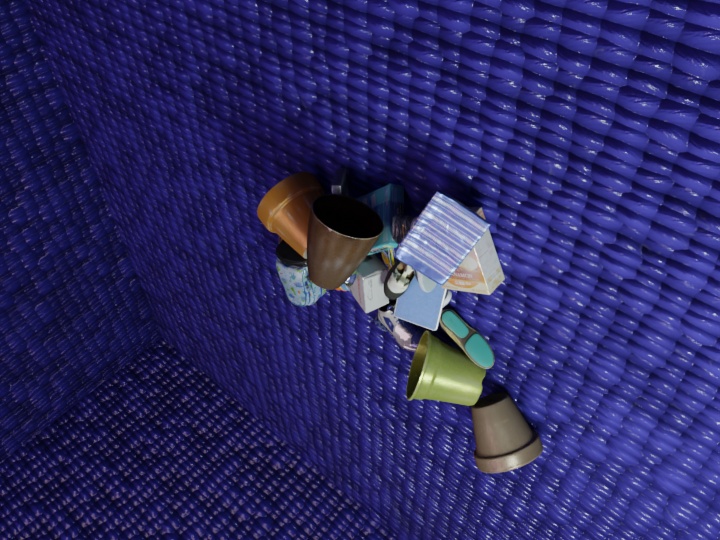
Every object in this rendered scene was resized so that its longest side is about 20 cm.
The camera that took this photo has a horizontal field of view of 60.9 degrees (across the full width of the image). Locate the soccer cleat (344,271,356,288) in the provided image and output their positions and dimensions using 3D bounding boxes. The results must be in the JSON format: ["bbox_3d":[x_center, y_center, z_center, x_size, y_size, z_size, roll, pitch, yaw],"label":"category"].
[{"bbox_3d":[-0.057,-0.014,1.711,0.200,0.064,0.085,36,112,65],"label":"soccer cleat"}]

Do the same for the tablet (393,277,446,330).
[{"bbox_3d":[0.165,0.051,1.630,0.129,0.014,0.202,18,111,20],"label":"tablet"}]

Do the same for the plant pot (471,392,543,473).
[{"bbox_3d":[0.393,0.449,1.733,0.200,0.199,0.176,-21,90,57],"label":"plant pot"}]

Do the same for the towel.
[{"bbox_3d":[0.180,-0.069,1.384,0.144,0.024,0.201,33,124,-2],"label":"towel"}]

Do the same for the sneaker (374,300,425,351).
[{"bbox_3d":[0.119,0.153,1.841,0.199,0.080,0.116,32,147,29],"label":"sneaker"}]

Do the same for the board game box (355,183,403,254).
[{"bbox_3d":[0.038,-0.126,1.596,0.199,0.047,0.153,-14,73,57],"label":"board game box"}]

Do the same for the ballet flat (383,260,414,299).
[{"bbox_3d":[0.113,0.003,1.592,0.068,0.068,0.201,28,116,-2],"label":"ballet flat"}]

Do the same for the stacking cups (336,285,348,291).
[{"bbox_3d":[-0.039,0.036,1.941,0.199,0.060,0.061,2,126,54],"label":"stacking cups"}]

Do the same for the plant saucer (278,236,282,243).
[{"bbox_3d":[-0.192,-0.058,2.050,0.200,0.037,0.201,32,144,26],"label":"plant saucer"}]

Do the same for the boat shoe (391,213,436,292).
[{"bbox_3d":[0.134,-0.047,1.488,0.090,0.071,0.202,19,131,44],"label":"boat shoe"}]

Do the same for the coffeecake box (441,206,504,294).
[{"bbox_3d":[0.241,-0.051,1.473,0.153,0.073,0.201,8,129,49],"label":"coffeecake box"}]

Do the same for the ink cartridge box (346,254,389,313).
[{"bbox_3d":[0.000,0.000,1.763,0.200,0.084,0.147,55,159,41],"label":"ink cartridge box"}]

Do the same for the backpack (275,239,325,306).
[{"bbox_3d":[-0.188,0.018,1.980,0.162,0.154,0.201,17,150,32],"label":"backpack"}]

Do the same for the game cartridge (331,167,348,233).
[{"bbox_3d":[-0.052,-0.160,1.652,0.038,0.130,0.202,1,120,10],"label":"game cartridge"}]

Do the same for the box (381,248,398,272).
[{"bbox_3d":[0.108,-0.018,1.670,0.064,0.070,0.201,36,150,50],"label":"box"}]

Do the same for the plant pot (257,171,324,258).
[{"bbox_3d":[-0.160,-0.143,1.730,0.184,0.199,0.201,52,151,16],"label":"plant pot"}]

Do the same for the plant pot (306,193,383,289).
[{"bbox_3d":[-0.062,-0.058,1.543,0.186,0.186,0.201,37,126,20],"label":"plant pot"}]

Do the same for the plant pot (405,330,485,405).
[{"bbox_3d":[0.244,0.291,1.717,0.183,0.202,0.201,18,146,-2],"label":"plant pot"}]

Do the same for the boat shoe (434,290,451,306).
[{"bbox_3d":[0.194,0.096,1.710,0.065,0.074,0.199,27,152,-26],"label":"boat shoe"}]

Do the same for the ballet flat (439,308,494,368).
[{"bbox_3d":[0.290,0.186,1.686,0.200,0.071,0.071,47,149,4],"label":"ballet flat"}]
